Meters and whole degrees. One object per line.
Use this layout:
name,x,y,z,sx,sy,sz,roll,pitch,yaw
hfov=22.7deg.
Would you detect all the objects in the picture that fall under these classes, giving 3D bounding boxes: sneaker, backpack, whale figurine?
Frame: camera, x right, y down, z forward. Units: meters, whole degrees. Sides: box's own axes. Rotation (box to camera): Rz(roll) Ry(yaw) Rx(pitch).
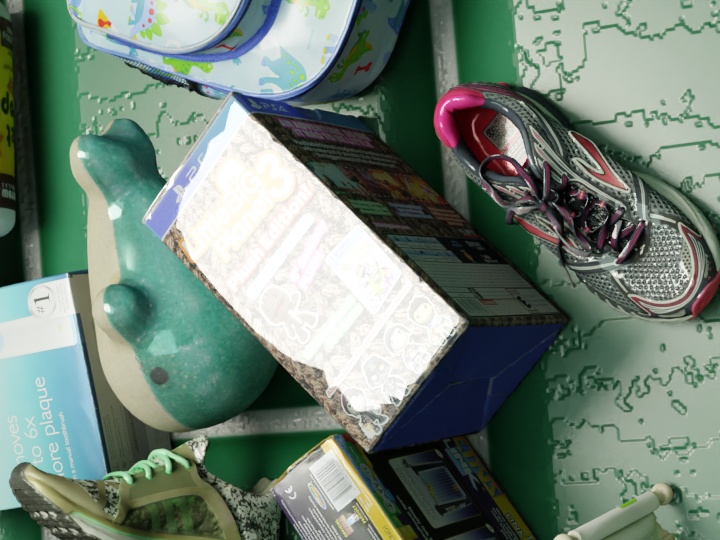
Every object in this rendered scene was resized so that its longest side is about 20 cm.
sneaker,0.122,-0.038,1.051,0.200,0.075,0.081,38,106,22
sneaker,-0.128,0.141,1.134,0.077,0.199,0.089,-8,64,54
backpack,-0.075,-0.193,1.113,0.199,0.147,0.184,20,101,23
whale figurine,-0.113,-0.001,1.127,0.103,0.159,0.202,-15,99,21

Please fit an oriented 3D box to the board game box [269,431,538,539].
board game box,0.056,0.182,1.030,0.057,0.165,0.201,-41,72,19

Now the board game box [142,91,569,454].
board game box,0.000,0.000,1.065,0.200,0.159,0.097,44,108,21

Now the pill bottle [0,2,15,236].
pill bottle,-0.294,-0.086,1.241,0.108,0.109,0.202,-3,87,27

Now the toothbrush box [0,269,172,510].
toothbrush box,-0.241,0.086,1.224,0.199,0.085,0.148,-11,90,27

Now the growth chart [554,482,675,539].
growth chart,0.151,0.228,0.998,0.018,0.144,0.202,-9,87,39
